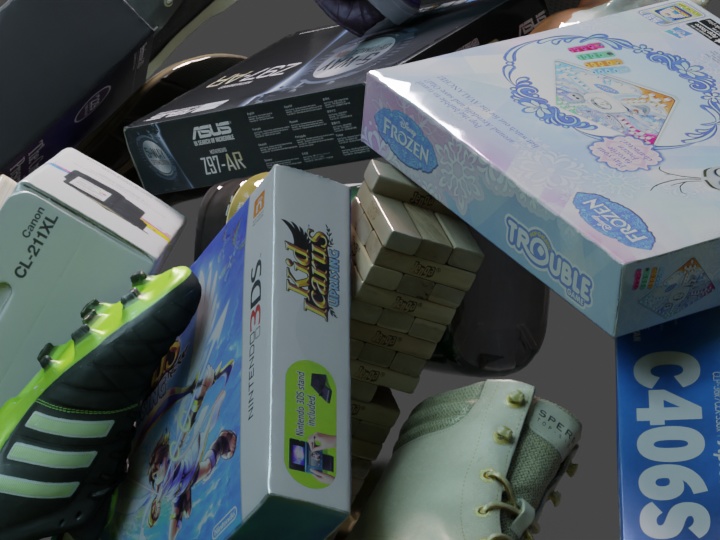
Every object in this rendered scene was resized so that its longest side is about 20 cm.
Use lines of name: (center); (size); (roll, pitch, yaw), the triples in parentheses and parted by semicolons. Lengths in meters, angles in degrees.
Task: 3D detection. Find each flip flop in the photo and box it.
flip flop: (-0.136, -0.059, 1.775); (0.200, 0.081, 0.058); (-41, 21, 1)

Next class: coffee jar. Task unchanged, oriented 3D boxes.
coffee jar: (0.000, 0.000, 1.532); (0.200, 0.085, 0.105); (1, 89, 45)

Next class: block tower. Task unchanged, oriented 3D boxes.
block tower: (-0.008, 0.049, 1.430); (0.200, 0.054, 0.058); (-64, 26, 20)

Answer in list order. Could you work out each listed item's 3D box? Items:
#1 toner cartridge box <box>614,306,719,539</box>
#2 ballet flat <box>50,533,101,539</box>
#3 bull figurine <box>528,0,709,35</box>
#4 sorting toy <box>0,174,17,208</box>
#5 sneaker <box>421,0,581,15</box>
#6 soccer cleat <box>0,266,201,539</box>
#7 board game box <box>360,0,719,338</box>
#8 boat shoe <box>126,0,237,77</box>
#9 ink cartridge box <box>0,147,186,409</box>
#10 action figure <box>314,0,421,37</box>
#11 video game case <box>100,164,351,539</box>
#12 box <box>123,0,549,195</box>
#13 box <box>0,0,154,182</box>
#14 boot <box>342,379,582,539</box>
toner cartridge box: (0.160, 0.069, 1.318); (0.095, 0.043, 0.200); (-1, 39, 4)
ballet flat: (-0.107, 0.101, 1.553); (0.069, 0.070, 0.200); (-14, 40, 30)
bull figurine: (0.109, -0.098, 1.570); (0.200, 0.065, 0.121); (-47, 5, -27)
sorting toy: (-0.289, 0.049, 1.622); (0.199, 0.070, 0.200); (-43, 15, 48)
sneaker: (0.090, -0.191, 1.731); (0.200, 0.071, 0.080); (3, 46, 46)
soccer cleat: (-0.136, 0.080, 1.437); (0.200, 0.081, 0.068); (-45, 9, 16)
board game box: (0.137, -0.054, 1.399); (0.198, 0.044, 0.200); (-14, 36, -31)
boat shoe: (-0.144, -0.173, 1.931); (0.200, 0.068, 0.072); (-42, 34, -7)
ink cartridge box: (-0.167, 0.024, 1.562); (0.146, 0.083, 0.200); (-59, 3, 7)
action figure: (0.071, -0.193, 1.631); (0.200, 0.069, 0.130); (-24, 38, 29)
video game case: (-0.068, 0.078, 1.416); (0.200, 0.045, 0.182); (-48, 33, 47)
box: (-0.011, -0.101, 1.669); (0.200, 0.044, 0.160); (-7, 19, 44)
box: (-0.201, -0.096, 1.779); (0.141, 0.079, 0.200); (-47, -3, -13)
boot: (0.066, 0.122, 1.348); (0.200, 0.072, 0.155); (0, 44, 43)
